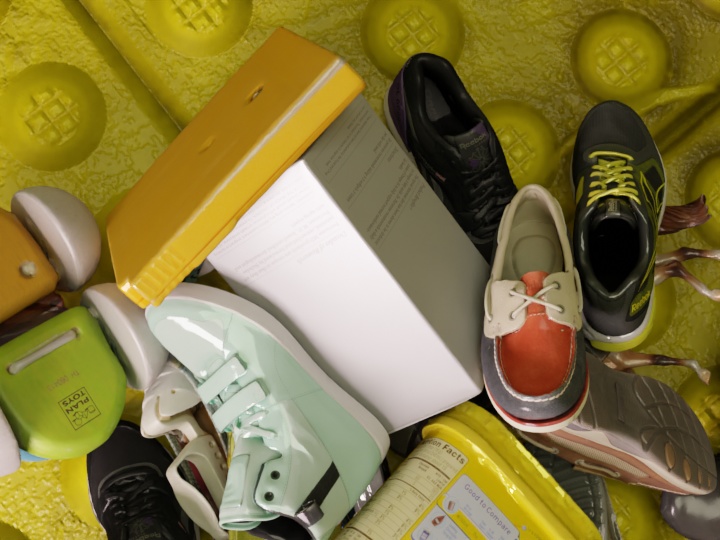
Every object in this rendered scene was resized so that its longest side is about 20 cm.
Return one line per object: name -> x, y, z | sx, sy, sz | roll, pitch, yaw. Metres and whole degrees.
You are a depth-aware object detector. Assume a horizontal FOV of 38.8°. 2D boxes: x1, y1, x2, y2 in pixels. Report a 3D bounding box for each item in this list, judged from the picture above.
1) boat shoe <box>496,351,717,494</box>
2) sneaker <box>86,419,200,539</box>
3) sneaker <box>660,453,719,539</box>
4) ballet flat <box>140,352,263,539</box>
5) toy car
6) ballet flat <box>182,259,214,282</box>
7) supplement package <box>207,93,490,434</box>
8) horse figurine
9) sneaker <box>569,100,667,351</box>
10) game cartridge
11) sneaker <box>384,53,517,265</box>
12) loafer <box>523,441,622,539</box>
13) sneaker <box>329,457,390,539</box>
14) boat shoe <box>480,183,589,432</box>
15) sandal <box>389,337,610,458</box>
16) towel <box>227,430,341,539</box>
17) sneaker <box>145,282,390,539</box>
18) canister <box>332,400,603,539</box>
boat shoe -> 0.182, 0.116, 0.750 | 0.199, 0.072, 0.076 | 31, 50, -24
sneaker -> -0.148, 0.186, 0.733 | 0.075, 0.088, 0.201 | -20, 63, -15
sneaker -> 0.333, 0.187, 0.789 | 0.197, 0.091, 0.077 | 6, 85, -2
ballet flat -> -0.120, 0.128, 0.757 | 0.069, 0.071, 0.201 | -39, 75, 37
toy car -> -0.251, 0.053, 0.737 | 0.174, 0.150, 0.201 | -34, 83, -35
ballet flat -> -0.101, -0.054, 0.798 | 0.074, 0.074, 0.202 | 27, 84, -1
supplement package -> 0.000, 0.000, 0.727 | 0.117, 0.117, 0.201 | -29, 107, 33
horse figurine -> 0.218, 0.035, 0.811 | 0.131, 0.050, 0.202 | 14, 91, 20
sneaker -> 0.193, -0.046, 0.754 | 0.074, 0.085, 0.202 | -3, 66, 12
game cartridge -> -0.094, -0.075, 0.696 | 0.032, 0.176, 0.200 | 41, 94, -25
sneaker -> 0.081, -0.073, 0.793 | 0.075, 0.088, 0.201 | -30, 87, -9
loafer -> 0.168, 0.223, 0.792 | 0.074, 0.070, 0.202 | -14, 72, 19
sneaker -> -0.008, 0.218, 0.779 | 0.084, 0.077, 0.202 | -13, 77, 5
boat shoe -> 0.117, 0.021, 0.688 | 0.070, 0.063, 0.201 | 0, 39, 10
sandal -> 0.105, 0.083, 0.802 | 0.199, 0.055, 0.082 | -37, 72, 10
towel -> -0.050, 0.208, 0.722 | 0.085, 0.018, 0.203 | 2, 77, -21
sneaker -> -0.079, 0.100, 0.677 | 0.200, 0.074, 0.119 | 39, 47, -5
canister -> 0.050, 0.212, 0.698 | 0.149, 0.087, 0.200 | 47, 69, 0
